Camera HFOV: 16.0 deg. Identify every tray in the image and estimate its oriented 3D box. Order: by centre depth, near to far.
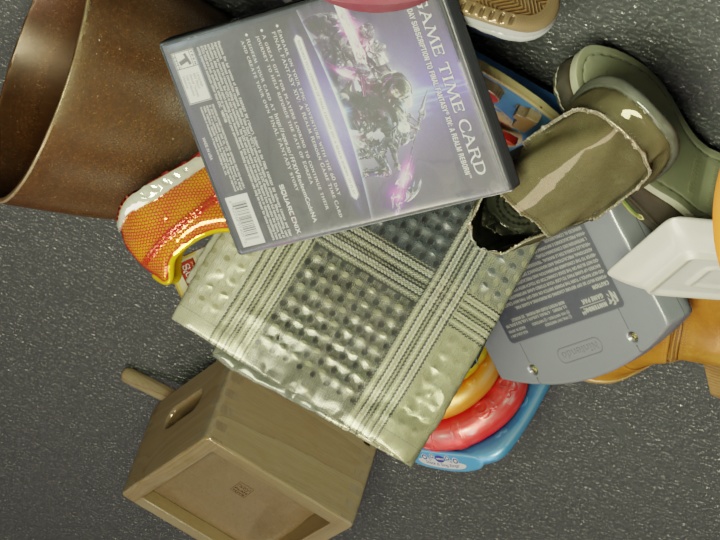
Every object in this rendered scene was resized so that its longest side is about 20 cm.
[{"bbox_3d":[0.270,0.000,1.650,0.199,0.022,0.107,4,158,-17],"label":"tray"}]

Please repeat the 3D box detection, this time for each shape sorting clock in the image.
[{"bbox_3d":[0.058,-0.108,1.676,0.199,0.039,0.200,25,163,8],"label":"shape sorting clock"}]

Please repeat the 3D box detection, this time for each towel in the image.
[{"bbox_3d":[0.000,0.000,1.679,0.192,0.201,0.035,31,172,2],"label":"towel"}]

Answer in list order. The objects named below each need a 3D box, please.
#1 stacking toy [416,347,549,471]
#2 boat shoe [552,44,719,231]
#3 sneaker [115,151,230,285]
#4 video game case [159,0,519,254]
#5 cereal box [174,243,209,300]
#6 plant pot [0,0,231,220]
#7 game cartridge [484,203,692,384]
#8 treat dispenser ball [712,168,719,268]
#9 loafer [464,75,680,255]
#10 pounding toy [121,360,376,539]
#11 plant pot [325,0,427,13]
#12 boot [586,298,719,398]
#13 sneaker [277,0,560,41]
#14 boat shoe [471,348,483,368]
[{"bbox_3d":[0.052,0.050,1.959,0.116,0.110,0.200,4,137,40],"label":"stacking toy"},{"bbox_3d":[0.181,-0.070,1.629,0.060,0.072,0.201,-10,140,44],"label":"boat shoe"},{"bbox_3d":[-0.060,-0.062,1.643,0.077,0.199,0.073,55,-172,2],"label":"sneaker"},{"bbox_3d":[-0.015,-0.095,1.545,0.199,0.019,0.144,-13,105,30],"label":"video game case"},{"bbox_3d":[-0.030,-0.018,1.766,0.144,0.199,0.040,77,169,-78],"label":"cereal box"},{"bbox_3d":[-0.126,-0.106,1.735,0.199,0.188,0.187,18,158,-20],"label":"plant pot"},{"bbox_3d":[0.143,0.010,1.783,0.200,0.041,0.134,-22,100,55],"label":"game cartridge"},{"bbox_3d":[0.299,-0.030,1.451,0.200,0.202,0.201,20,154,10],"label":"treat dispenser ball"},{"bbox_3d":[0.125,-0.053,1.555,0.075,0.070,0.200,43,152,-2],"label":"loafer"},{"bbox_3d":[-0.113,0.155,2.276,0.184,0.143,0.200,33,143,-18],"label":"pounding toy"},{"bbox_3d":[0.007,-0.224,1.371,0.199,0.201,0.179,22,169,5],"label":"plant pot"},{"bbox_3d":[0.195,0.018,1.807,0.200,0.071,0.144,13,143,28],"label":"boot"},{"bbox_3d":[0.028,-0.173,1.565,0.199,0.070,0.109,26,151,13],"label":"sneaker"},{"bbox_3d":[0.070,0.017,1.790,0.091,0.071,0.200,16,145,-37],"label":"boat shoe"}]
